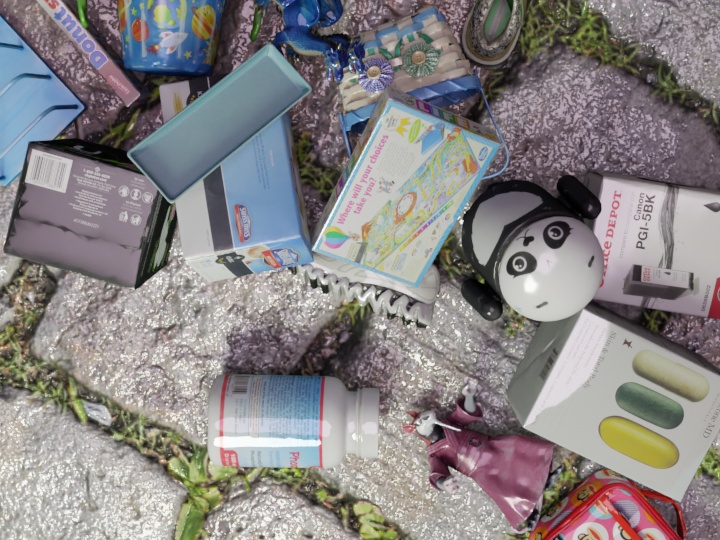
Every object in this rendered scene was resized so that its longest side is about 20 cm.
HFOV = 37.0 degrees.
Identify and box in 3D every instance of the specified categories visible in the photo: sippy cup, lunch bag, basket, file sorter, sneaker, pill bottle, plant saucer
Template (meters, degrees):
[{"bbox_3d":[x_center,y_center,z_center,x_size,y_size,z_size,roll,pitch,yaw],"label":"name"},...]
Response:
[{"bbox_3d":[-0.209,-0.283,1.187,0.177,0.140,0.131,6,98,23],"label":"sippy cup"},{"bbox_3d":[0.326,0.349,1.322,0.176,0.082,0.200,-42,98,3],"label":"lunch bag"},{"bbox_3d":[0.056,-0.178,1.208,0.176,0.139,0.201,-20,95,7],"label":"basket"},{"bbox_3d":[-0.442,-0.212,1.219,0.139,0.123,0.200,-42,96,6],"label":"file sorter"},{"bbox_3d":[0.171,-0.327,1.209,0.076,0.089,0.201,14,98,-1],"label":"sneaker"},{"bbox_3d":[-0.077,0.180,1.282,0.199,0.109,0.109,1,99,1],"label":"pill bottle"},{"bbox_3d":[0.000,0.000,1.279,0.199,0.075,0.081,21,82,-3],"label":"sneaker"},{"bbox_3d":[-0.144,-0.153,1.117,0.200,0.019,0.070,-42,89,-19],"label":"plant saucer"}]

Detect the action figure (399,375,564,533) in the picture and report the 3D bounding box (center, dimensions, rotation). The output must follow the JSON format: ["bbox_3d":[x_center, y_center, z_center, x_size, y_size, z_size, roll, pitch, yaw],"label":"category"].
[{"bbox_3d":[0.143,0.218,1.306,0.199,0.149,0.134,26,78,16],"label":"action figure"}]

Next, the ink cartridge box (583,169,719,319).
[{"bbox_3d":[0.355,-0.029,1.257,0.199,0.083,0.148,8,100,-1],"label":"ink cartridge box"}]

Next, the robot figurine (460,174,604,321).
[{"bbox_3d":[0.186,-0.027,1.197,0.124,0.200,0.151,-2,116,-18],"label":"robot figurine"}]

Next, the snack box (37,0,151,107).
[{"bbox_3d":[-0.317,-0.271,1.232,0.024,0.072,0.200,-39,96,4],"label":"snack box"}]

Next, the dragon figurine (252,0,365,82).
[{"bbox_3d":[-0.058,-0.286,1.157,0.099,0.059,0.201,-21,81,32],"label":"dragon figurine"}]

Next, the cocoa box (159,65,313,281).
[{"bbox_3d":[-0.134,-0.104,1.199,0.130,0.133,0.201,-10,78,1],"label":"cocoa box"}]

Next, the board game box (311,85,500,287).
[{"bbox_3d":[0.046,-0.086,1.177,0.134,0.034,0.201,20,120,-17],"label":"board game box"}]

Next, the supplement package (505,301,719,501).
[{"bbox_3d":[0.298,0.138,1.249,0.199,0.151,0.152,26,98,-4],"label":"supplement package"}]

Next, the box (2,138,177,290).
[{"bbox_3d":[-0.286,-0.069,1.199,0.148,0.200,0.125,16,97,-2],"label":"box"}]
